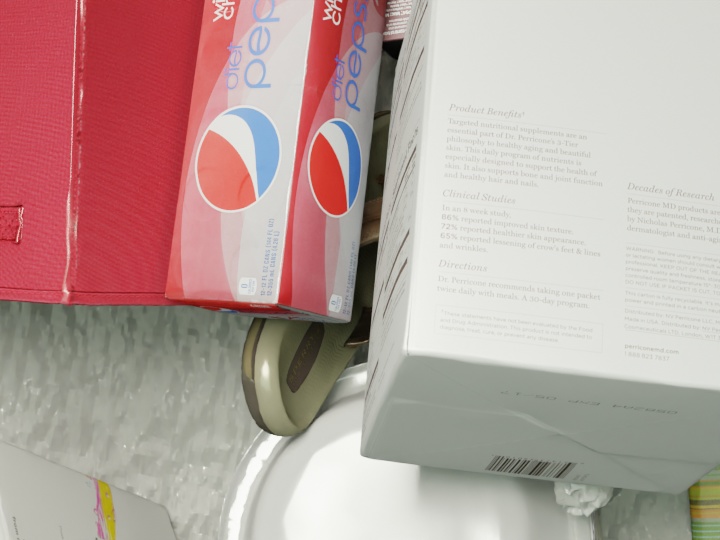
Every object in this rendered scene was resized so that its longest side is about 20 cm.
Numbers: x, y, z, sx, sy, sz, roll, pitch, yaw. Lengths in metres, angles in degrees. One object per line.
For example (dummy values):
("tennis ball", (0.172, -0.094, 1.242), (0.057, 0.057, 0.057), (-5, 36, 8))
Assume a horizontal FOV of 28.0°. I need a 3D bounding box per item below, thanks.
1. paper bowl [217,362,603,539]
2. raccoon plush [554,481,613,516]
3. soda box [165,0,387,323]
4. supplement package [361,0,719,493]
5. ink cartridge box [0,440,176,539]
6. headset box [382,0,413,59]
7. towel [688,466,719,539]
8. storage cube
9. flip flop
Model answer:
("paper bowl", (0.022, 0.143, 0.743), (0.199, 0.104, 0.202), (-5, 69, 12))
("raccoon plush", (0.169, 0.035, 0.735), (0.133, 0.097, 0.201), (0, 67, 11))
("soda box", (-0.036, -0.079, 0.684), (0.070, 0.063, 0.202), (2, 82, 33))
("supplement package", (0.089, -0.027, 0.621), (0.151, 0.151, 0.201), (7, 67, -4))
("ink cartridge box", (-0.187, 0.195, 0.748), (0.146, 0.200, 0.145), (-24, 65, 11))
("headset box", (0.075, -0.199, 0.735), (0.148, 0.077, 0.202), (-5, 89, 13))
("towel", (0.225, 0.190, 0.780), (0.085, 0.018, 0.202), (-4, 90, 16))
("storage cube", (-0.142, -0.075, 0.741), (0.170, 0.199, 0.181), (3, 89, 35))
("flip flop", (0.000, 0.000, 0.753), (0.057, 0.081, 0.201), (-2, 45, 33))
